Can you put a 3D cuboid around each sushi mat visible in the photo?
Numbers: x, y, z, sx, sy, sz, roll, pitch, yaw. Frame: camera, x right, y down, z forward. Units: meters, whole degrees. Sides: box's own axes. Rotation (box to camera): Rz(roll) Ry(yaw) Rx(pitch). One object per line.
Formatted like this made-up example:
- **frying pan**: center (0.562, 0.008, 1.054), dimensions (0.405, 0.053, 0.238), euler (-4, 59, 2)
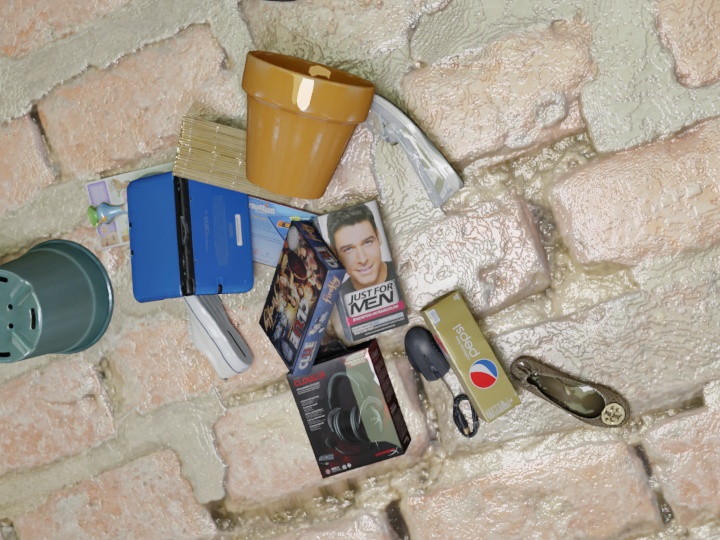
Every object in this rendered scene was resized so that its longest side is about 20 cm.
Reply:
- **sushi mat**: center (-0.193, -0.174, 1.501), dimensions (0.197, 0.012, 0.097), euler (13, 90, -20)

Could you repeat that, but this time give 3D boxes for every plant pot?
- **plant pot**: center (-0.540, 0.059, 1.564), dimensions (0.197, 0.196, 0.204), euler (1, 97, 11)
- **plant pot**: center (-0.094, -0.215, 1.437), dimensions (0.198, 0.200, 0.186), euler (18, 107, 9)

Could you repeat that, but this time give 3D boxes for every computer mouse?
- **computer mouse**: center (0.131, 0.181, 1.520), dimensions (0.058, 0.034, 0.201), euler (-32, 90, 13)

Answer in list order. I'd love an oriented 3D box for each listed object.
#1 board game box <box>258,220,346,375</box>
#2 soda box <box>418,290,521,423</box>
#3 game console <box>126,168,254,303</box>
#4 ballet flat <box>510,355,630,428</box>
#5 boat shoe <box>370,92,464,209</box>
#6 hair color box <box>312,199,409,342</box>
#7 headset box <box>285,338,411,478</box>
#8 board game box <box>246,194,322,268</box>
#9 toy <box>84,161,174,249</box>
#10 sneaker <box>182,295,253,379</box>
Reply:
- **board game box**: center (-0.094, 0.043, 1.481), dimensions (0.136, 0.034, 0.202), euler (50, 130, 42)
- **soda box**: center (0.170, 0.134, 1.482), dimensions (0.063, 0.068, 0.202), euler (-29, 91, -5)
- **game console**: center (-0.276, -0.056, 1.534), dimensions (0.169, 0.118, 0.203), euler (-2, 84, -30)
- **ballet flat**: center (0.324, 0.191, 1.474), dimensions (0.198, 0.046, 0.068), euler (27, 103, 7)
- **boat shoe**: center (0.076, -0.189, 1.464), dimensions (0.065, 0.074, 0.202), euler (-41, 95, 9)
- **hair color box**: center (0.000, 0.000, 1.495), dimensions (0.098, 0.061, 0.203), euler (-17, 94, -10)
- **headset box**: center (-0.021, 0.213, 1.535), dimensions (0.147, 0.077, 0.203), euler (-18, 95, 14)
- **board game box**: center (-0.130, -0.056, 1.551), dimensions (0.197, 0.019, 0.104), euler (16, 101, 10)
- **toy**: center (-0.364, -0.109, 1.579), dimensions (0.197, 0.047, 0.117), euler (-12, 96, 14)
- **sneaker**: center (-0.259, 0.091, 1.572), dimensions (0.070, 0.073, 0.202), euler (-32, 87, 21)
